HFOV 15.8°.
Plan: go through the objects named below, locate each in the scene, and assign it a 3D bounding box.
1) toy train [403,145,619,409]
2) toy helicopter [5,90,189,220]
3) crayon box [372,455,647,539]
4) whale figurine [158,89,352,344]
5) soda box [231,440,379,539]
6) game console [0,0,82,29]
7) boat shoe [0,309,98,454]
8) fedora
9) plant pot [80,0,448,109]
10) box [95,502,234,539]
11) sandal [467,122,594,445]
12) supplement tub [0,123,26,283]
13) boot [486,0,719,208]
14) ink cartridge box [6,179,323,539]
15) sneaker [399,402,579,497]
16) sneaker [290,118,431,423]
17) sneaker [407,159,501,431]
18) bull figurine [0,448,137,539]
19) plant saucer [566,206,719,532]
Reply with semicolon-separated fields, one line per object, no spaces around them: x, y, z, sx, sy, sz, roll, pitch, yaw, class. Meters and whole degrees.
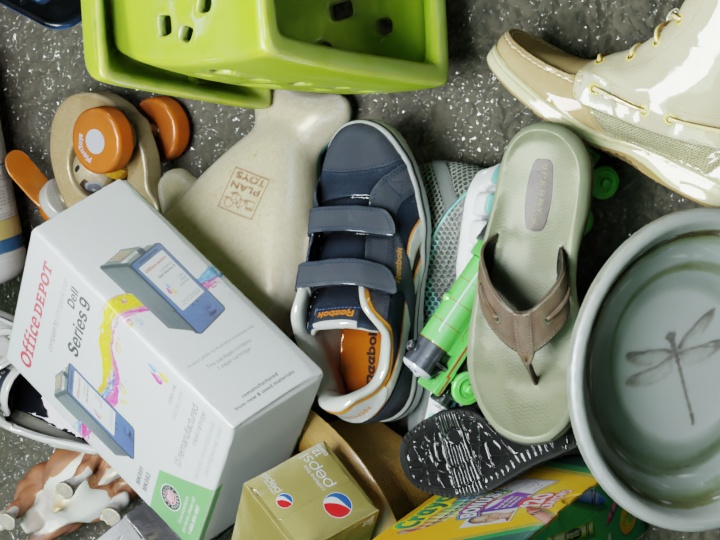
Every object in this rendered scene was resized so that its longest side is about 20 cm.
0.095;-0.002;1.680;0.056;0.042;0.201;35;87;-25;toy train
-0.186;-0.028;1.868;0.132;0.079;0.202;-3;98;37;toy helicopter
0.092;0.177;1.681;0.118;0.200;0.059;-6;102;30;crayon box
-0.066;-0.033;1.801;0.158;0.104;0.201;20;86;24;whale figurine
-0.046;0.203;1.726;0.064;0.067;0.201;49;149;25;soda box
-0.228;-0.287;1.812;0.199;0.118;0.172;28;113;21;game console
-0.243;0.079;1.812;0.199;0.066;0.072;27;99;8;boat shoe
-0.006;0.157;1.783;0.200;0.081;0.202;41;146;36;fedora
-0.073;-0.208;1.682;0.181;0.199;0.201;-10;81;37;plant pot
-0.176;0.218;1.867;0.200;0.158;0.048;-39;86;29;box
0.101;0.008;1.621;0.079;0.057;0.203;2;90;20;sandal
-0.330;-0.081;1.899;0.144;0.144;0.202;-7;98;31;supplement tub
0.189;-0.145;1.629;0.199;0.073;0.156;31;115;19;boot
-0.134;0.062;1.718;0.200;0.087;0.146;45;142;20;ink cartridge box
0.130;0.097;1.701;0.199;0.104;0.060;-22;85;32;sneaker
0.000;0.000;1.696;0.078;0.079;0.202;-6;88;31;sneaker
0.055;0.017;1.750;0.091;0.077;0.202;20;102;34;sneaker
-0.193;0.150;1.895;0.065;0.121;0.200;48;127;-6;bull figurine
0.203;0.060;1.620;0.050;0.199;0.202;8;108;62;plant saucer
